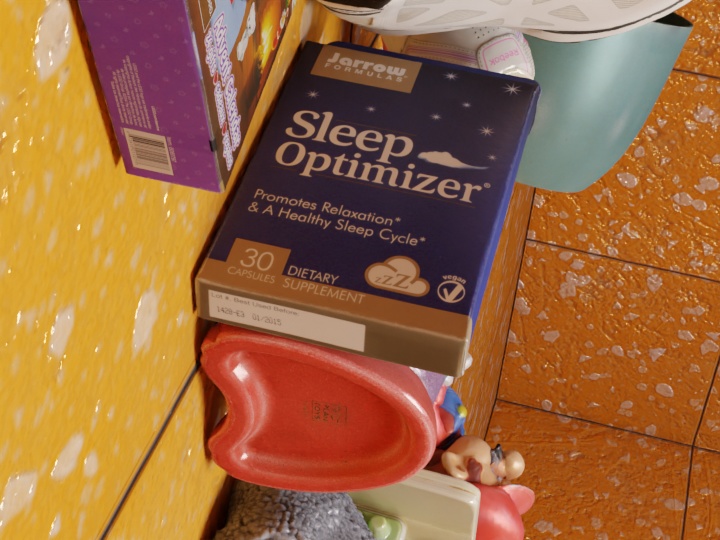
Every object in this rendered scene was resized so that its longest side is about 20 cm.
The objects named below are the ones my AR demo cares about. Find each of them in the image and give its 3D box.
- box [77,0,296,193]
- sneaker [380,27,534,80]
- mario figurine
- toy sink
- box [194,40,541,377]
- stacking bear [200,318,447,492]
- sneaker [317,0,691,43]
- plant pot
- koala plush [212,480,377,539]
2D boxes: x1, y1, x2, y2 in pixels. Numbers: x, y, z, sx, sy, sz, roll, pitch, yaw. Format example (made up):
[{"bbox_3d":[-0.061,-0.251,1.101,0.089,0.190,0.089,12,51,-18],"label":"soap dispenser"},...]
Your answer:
[{"bbox_3d":[-0.048,-0.137,0.440,0.200,0.039,0.137,87,17,-59],"label":"box"},{"bbox_3d":[0.049,-0.092,0.834,0.088,0.081,0.200,61,-14,20],"label":"sneaker"},{"bbox_3d":[0.069,0.114,1.042,0.123,0.106,0.200,26,31,-55],"label":"mario figurine"},{"bbox_3d":[0.001,0.214,0.953,0.200,0.130,0.112,90,16,-58],"label":"toy sink"},{"bbox_3d":[0.012,-0.047,0.678,0.032,0.121,0.200,92,13,-47],"label":"box"},{"bbox_3d":[0.000,0.000,0.737,0.122,0.113,0.201,92,9,-49],"label":"stacking bear"},{"bbox_3d":[0.066,-0.139,0.663,0.115,0.200,0.076,-28,113,-69],"label":"sneaker"},{"bbox_3d":[0.155,-0.162,1.214,0.201,0.200,0.162,-52,161,-70],"label":"plant pot"},{"bbox_3d":[0.013,0.208,0.787,0.177,0.199,0.185,-20,122,-79],"label":"koala plush"}]
